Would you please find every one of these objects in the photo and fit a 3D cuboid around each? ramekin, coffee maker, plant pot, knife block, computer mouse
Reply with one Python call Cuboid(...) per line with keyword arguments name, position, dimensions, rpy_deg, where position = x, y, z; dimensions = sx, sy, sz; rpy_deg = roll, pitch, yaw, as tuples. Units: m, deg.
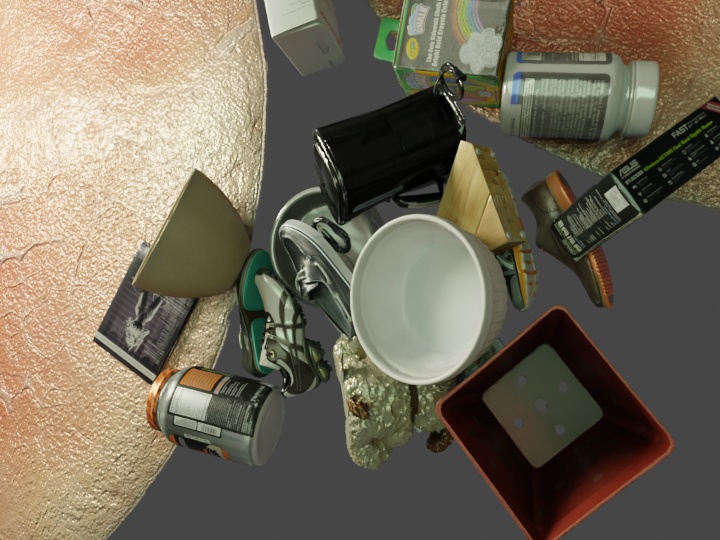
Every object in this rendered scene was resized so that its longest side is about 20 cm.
Cuboid(name="ramekin", position=(0.092, 0.035, 0.724), dimensions=(0.196, 0.104, 0.208), rpy_deg=(0, 89, 39))
Cuboid(name="coffee maker", position=(0.035, -0.174, 0.791), dimensions=(0.195, 0.196, 0.135), rpy_deg=(-23, 45, -14))
Cuboid(name="plant pot", position=(0.238, 0.187, 0.740), dimensions=(0.199, 0.176, 0.202), rpy_deg=(-40, 77, 8))
Cuboid(name="knife block", position=(0.132, -0.051, 0.800), dimensions=(0.173, 0.063, 0.206), rpy_deg=(-26, 76, 37))
Cuboid(name="computer mouse", position=(0.000, 0.000, 0.839), dimensions=(0.058, 0.034, 0.202), rpy_deg=(-39, 87, 37))
Cuboid(name="plant pot", position=(-0.253, -0.037, 0.905), dimensions=(0.132, 0.200, 0.204), rpy_deg=(30, 94, -20))

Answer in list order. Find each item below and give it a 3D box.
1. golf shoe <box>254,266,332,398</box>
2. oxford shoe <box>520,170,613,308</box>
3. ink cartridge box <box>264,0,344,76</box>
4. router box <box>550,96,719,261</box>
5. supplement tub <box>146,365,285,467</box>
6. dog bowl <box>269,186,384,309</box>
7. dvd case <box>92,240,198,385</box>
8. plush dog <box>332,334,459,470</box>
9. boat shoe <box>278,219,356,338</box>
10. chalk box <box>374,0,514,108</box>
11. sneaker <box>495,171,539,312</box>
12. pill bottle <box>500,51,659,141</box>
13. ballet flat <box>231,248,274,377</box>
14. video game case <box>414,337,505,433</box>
Cuboid(name="golf shoe", position=(-0.123, 0.097, 0.864), dimensions=(0.093, 0.078, 0.204), rpy_deg=(-29, 93, -19))
Cuboid(name="oxford shoe", position=(0.294, -0.035, 0.809), dimensions=(0.072, 0.070, 0.205), rpy_deg=(-29, 73, 31))
Cuboid(name="ink cartridge box", position=(-0.097, -0.438, 0.901), dimensions=(0.082, 0.144, 0.206), rpy_deg=(-15, 81, 13))
Cuboid(name="router box", position=(0.351, -0.109, 0.710), dimensions=(0.197, 0.150, 0.063), rpy_deg=(-33, 78, -17))
Cuboid(name="supplement tub", position=(-0.226, 0.222, 0.894), dimensions=(0.194, 0.122, 0.127), rpy_deg=(10, 88, 16))
Cuboid(name="dog bowl", position=(-0.056, -0.038, 0.902), dimensions=(0.193, 0.059, 0.207), rpy_deg=(-2, 84, 15))
Cuboid(name="dvd case", position=(-0.372, 0.073, 1.001), dimensions=(0.146, 0.016, 0.204), rpy_deg=(29, 93, 15))
Cuboid(name="plush dog", position=(0.058, 0.171, 0.797), dimensions=(0.166, 0.161, 0.207), rpy_deg=(-9, 82, -9))
Cuboid(name="boat shoe", position=(-0.062, 0.013, 0.822), dimensions=(0.067, 0.072, 0.201), rpy_deg=(-33, 77, -35))
Cuboid(name="chalk box", position=(0.120, -0.330, 0.845), dimensions=(0.194, 0.123, 0.129), rpy_deg=(12, 90, 17))
Cuboid(name="sneaker", position=(0.203, -0.037, 0.828), dimensions=(0.076, 0.078, 0.206), rpy_deg=(-20, 77, 27))
Cuboid(name="pill bottle", position=(0.298, -0.241, 0.792), dimensions=(0.194, 0.114, 0.118), rpy_deg=(8, 87, 16))
Cuboid(name="ballet flat", position=(-0.177, 0.069, 0.922), dimensions=(0.067, 0.067, 0.207), rpy_deg=(-4, 86, 44))
Cuboid(name="video game case", position=(0.101, 0.107, 0.865), dimensions=(0.181, 0.022, 0.202), rpy_deg=(-39, 76, 9))
